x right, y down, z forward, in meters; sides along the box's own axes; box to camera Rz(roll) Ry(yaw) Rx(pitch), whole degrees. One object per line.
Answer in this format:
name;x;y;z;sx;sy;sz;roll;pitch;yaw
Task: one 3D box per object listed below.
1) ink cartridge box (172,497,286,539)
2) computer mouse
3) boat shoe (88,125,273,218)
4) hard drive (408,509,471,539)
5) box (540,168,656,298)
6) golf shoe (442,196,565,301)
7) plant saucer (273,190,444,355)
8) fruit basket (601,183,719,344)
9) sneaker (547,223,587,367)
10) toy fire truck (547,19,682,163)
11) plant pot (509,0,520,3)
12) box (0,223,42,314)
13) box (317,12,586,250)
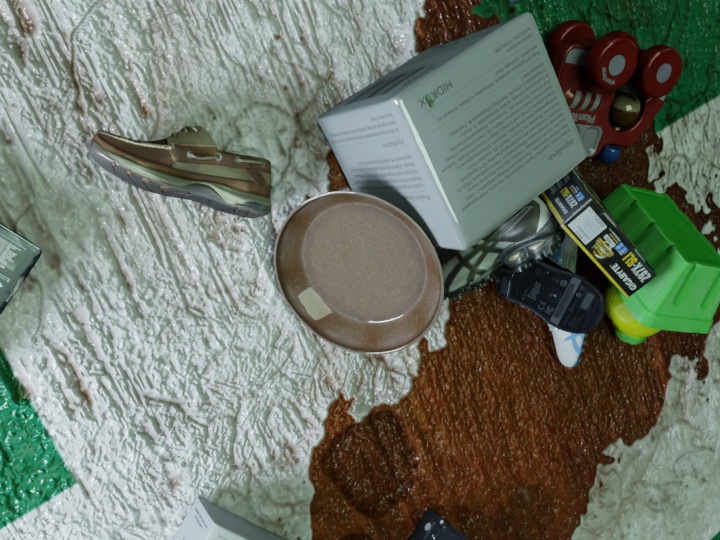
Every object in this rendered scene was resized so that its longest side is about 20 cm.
ink cartridge box;-0.161;0.378;0.789;0.144;0.084;0.202;35;80;-24
computer mouse;0.226;-0.015;0.924;0.196;0.046;0.143;21;106;8
boat shoe;-0.179;-0.112;0.753;0.197;0.075;0.073;16;83;-36
hard drive;0.104;0.385;0.857;0.038;0.199;0.141;39;77;-22
box;0.269;-0.081;0.898;0.049;0.202;0.159;-41;124;20
golf shoe;0.142;-0.029;0.875;0.096;0.198;0.078;62;27;1
plant saucer;0.000;0.000;0.809;0.203;0.197;0.037;61;30;-17
fruit basket;0.379;0.017;0.995;0.152;0.215;0.221;7;91;-26
sneaker;0.263;0.034;0.987;0.071;0.072;0.205;-10;101;-1
toy fire truck;0.325;-0.232;0.982;0.196;0.112;0.171;2;117;-26
plant pot;0.244;-0.442;0.861;0.142;0.199;0.142;-48;112;-15
box;-0.418;-0.006;0.652;0.199;0.046;0.161;35;79;-24
box;0.098;-0.148;0.811;0.198;0.198;0.174;-34;108;-19
